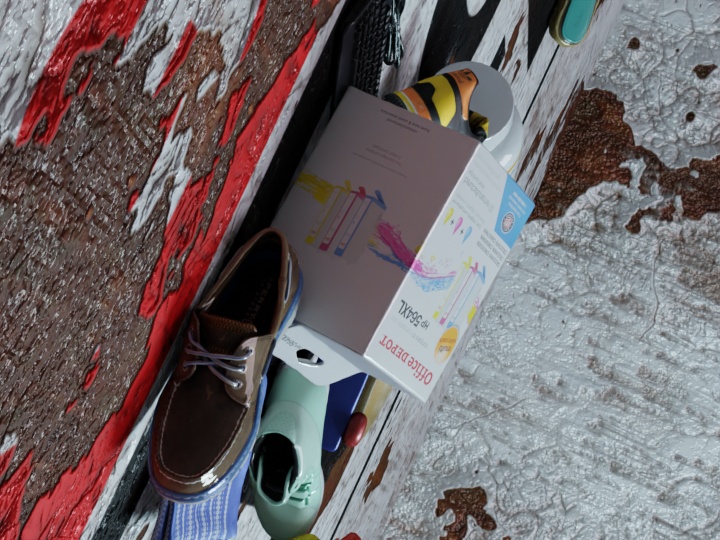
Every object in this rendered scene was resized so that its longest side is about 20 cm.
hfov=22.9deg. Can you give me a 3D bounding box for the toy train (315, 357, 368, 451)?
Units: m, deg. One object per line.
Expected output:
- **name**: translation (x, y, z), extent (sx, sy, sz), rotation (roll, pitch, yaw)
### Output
- **toy train**: translation (-0.006, 0.063, 1.695), extent (0.116, 0.084, 0.202), rotation (-79, -169, -82)

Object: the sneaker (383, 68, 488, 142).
- **sneaker**: translation (0.078, -0.098, 1.574), extent (0.089, 0.070, 0.201), rotation (-27, 146, -10)

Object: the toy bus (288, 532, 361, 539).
- **toy bus**: translation (-0.055, 0.304, 1.619), extent (0.191, 0.136, 0.200), rotation (-35, 165, -5)

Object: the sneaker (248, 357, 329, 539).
- **sneaker**: translation (-0.077, 0.190, 1.593), extent (0.118, 0.073, 0.202), rotation (-65, 164, -54)

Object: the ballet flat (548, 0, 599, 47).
- **ballet flat**: translation (0.310, -0.404, 2.442), extent (0.201, 0.068, 0.063), rotation (-64, -161, 2)

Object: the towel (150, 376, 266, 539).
- **towel**: translation (-0.110, 0.141, 1.359), extent (0.200, 0.024, 0.146), rotation (35, 68, -80)

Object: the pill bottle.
- **pill bottle**: translation (0.098, -0.116, 1.706), extent (0.113, 0.112, 0.200), rotation (-62, 171, -20)

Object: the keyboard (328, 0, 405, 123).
- **keyboard**: translation (0.010, -0.164, 1.354), extent (0.201, 0.020, 0.128), rotation (100, 16, -60)

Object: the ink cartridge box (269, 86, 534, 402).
- **ink cartridge box**: translation (0.015, -0.006, 1.315), extent (0.201, 0.125, 0.128), rotation (-61, 149, -6)

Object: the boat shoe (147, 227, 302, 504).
- **boat shoe**: translation (-0.094, 0.057, 1.187), extent (0.073, 0.072, 0.201), rotation (91, 14, -58)

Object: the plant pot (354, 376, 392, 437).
- **plant pot**: translation (0.028, 0.116, 2.197), extent (0.200, 0.027, 0.202), rotation (24, 90, -82)
